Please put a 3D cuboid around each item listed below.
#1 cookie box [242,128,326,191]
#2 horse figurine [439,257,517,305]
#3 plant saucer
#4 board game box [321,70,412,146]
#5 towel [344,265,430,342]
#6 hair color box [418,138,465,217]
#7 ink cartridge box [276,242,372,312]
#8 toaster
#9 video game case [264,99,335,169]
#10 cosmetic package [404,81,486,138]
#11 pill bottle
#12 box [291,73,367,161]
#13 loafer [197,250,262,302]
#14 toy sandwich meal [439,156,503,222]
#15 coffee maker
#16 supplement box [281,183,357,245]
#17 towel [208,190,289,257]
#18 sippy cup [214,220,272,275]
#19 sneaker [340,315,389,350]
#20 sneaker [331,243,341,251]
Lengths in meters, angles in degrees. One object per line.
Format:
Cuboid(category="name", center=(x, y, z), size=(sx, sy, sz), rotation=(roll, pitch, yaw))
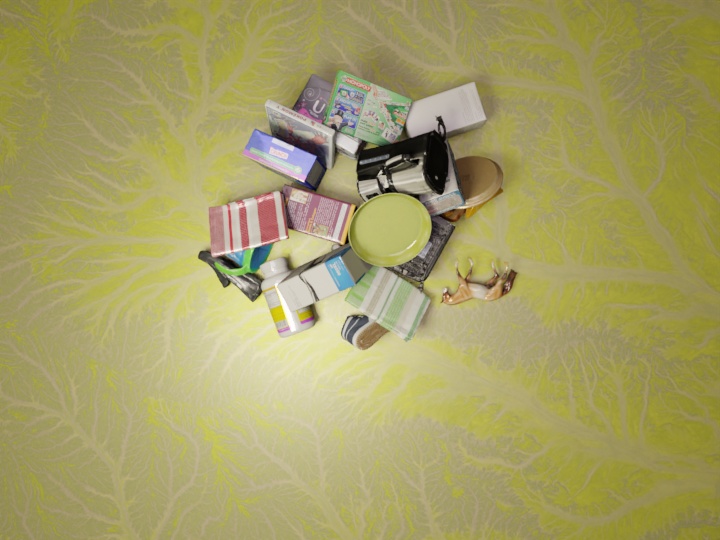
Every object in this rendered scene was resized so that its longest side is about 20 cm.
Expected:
Cuboid(category="cookie box", center=(-0.187, -0.277, 1.444), size=(0.171, 0.200, 0.075), rotation=(25, 93, 3))
Cuboid(category="horse figurine", center=(0.316, 0.035, 1.490), size=(0.200, 0.050, 0.133), rotation=(3, 104, -2))
Cuboid(category="plant saucer", center=(0.069, -0.101, 1.358), size=(0.200, 0.031, 0.200), rotation=(-4, 124, -6))
Cuboid(category="board game box", center=(0.017, -0.390, 1.393), size=(0.200, 0.029, 0.135), rotation=(15, 99, -23))
Cuboid(category="towel", center=(0.071, 0.076, 1.457), size=(0.200, 0.031, 0.149), rotation=(32, 58, -4))
Cuboid(category="hair color box", center=(0.194, -0.234, 1.424), size=(0.100, 0.061, 0.200), rotation=(-19, 47, 18))
Cuboid(category="ink cartridge box", center=(-0.088, 0.012, 1.410), size=(0.200, 0.145, 0.084), rotation=(-24, 101, 26))
Cuboid(category="toaster", center=(0.124, -0.072, 1.469), size=(0.181, 0.119, 0.200), rotation=(28, 92, 3))
Cuboid(category="video game case", center=(-0.150, -0.341, 1.442), size=(0.182, 0.200, 0.023), rotation=(26, 76, 3))
Cuboid(category="cosmetic package", center=(0.212, -0.400, 1.473), size=(0.200, 0.085, 0.108), rotation=(-16, 89, 5))
Cuboid(category="pill bottle", center=(-0.198, 0.070, 1.501), size=(0.104, 0.104, 0.200), rotation=(-20, 90, 4))
Cuboid(category="box", center=(-0.067, -0.395, 1.476), size=(0.200, 0.115, 0.132), rotation=(31, 93, 3))
Cuboid(category="loafer", center=(-0.356, 0.014, 1.527), size=(0.200, 0.068, 0.070), rotation=(31, 84, -1))
Cuboid(category="toy sandwich meal", center=(0.272, -0.210, 1.461), size=(0.205, 0.070, 0.205), rotation=(-13, 48, 15))
Cuboid(category="coffee maker", center=(0.105, -0.256, 1.376), size=(0.200, 0.192, 0.135), rotation=(-5, 131, 34))
Cuboid(category="supplement box", center=(-0.118, -0.146, 1.499), size=(0.200, 0.086, 0.111), rotation=(17, 92, 3))
Cuboid(category="towel", center=(-0.285, -0.119, 1.429), size=(0.200, 0.023, 0.144), rotation=(-13, 65, 4))
Cuboid(category="sippy cup", center=(-0.314, -0.079, 1.492), size=(0.130, 0.178, 0.140), rotation=(23, 117, 8))
Cuboid(category="sneaker", center=(0.038, 0.134, 1.506), size=(0.200, 0.108, 0.070), rotation=(-31, 113, -27))
Cuboid(category="sneaker", center=(0.000, 0.000, 1.510), size=(0.080, 0.070, 0.200), rotation=(-41, 95, -4))
